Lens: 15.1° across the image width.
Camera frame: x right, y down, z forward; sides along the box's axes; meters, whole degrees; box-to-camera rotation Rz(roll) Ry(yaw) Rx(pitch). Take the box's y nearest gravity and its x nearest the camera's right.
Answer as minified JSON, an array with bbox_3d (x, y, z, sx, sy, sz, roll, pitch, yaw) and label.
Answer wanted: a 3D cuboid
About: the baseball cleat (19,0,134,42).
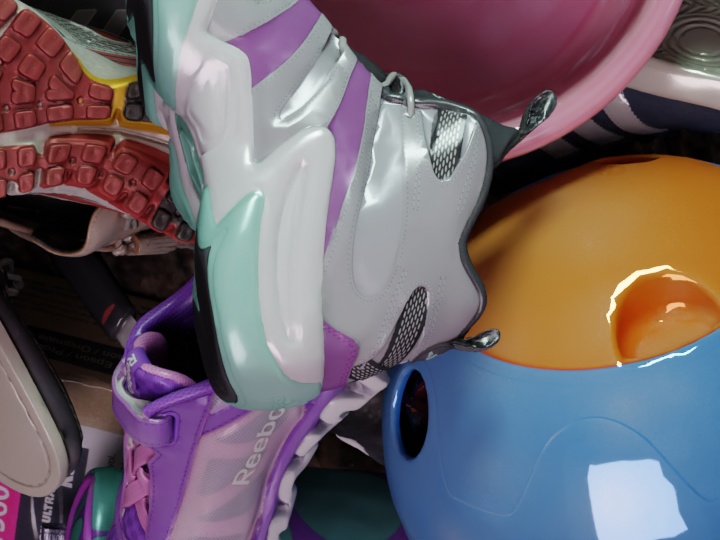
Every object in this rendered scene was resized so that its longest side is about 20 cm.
[{"bbox_3d":[-0.101,-0.105,1.090,0.199,0.070,0.107,2,136,15],"label":"baseball cleat"}]

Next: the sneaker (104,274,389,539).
[{"bbox_3d":[-0.061,0.060,1.005,0.088,0.081,0.201,13,114,-42],"label":"sneaker"}]

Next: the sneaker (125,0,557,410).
[{"bbox_3d":[-0.001,-0.059,0.938,0.139,0.078,0.201,-11,84,-11],"label":"sneaker"}]

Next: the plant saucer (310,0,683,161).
[{"bbox_3d":[0.024,-0.135,0.999,0.200,0.051,0.201,0,86,-1],"label":"plant saucer"}]

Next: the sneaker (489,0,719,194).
[{"bbox_3d":[0.090,-0.068,1.069,0.199,0.075,0.085,9,129,12],"label":"sneaker"}]

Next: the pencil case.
[{"bbox_3d":[-0.029,0.129,1.133,0.199,0.085,0.093,4,111,-17],"label":"pencil case"}]

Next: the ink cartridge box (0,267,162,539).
[{"bbox_3d":[-0.146,0.102,1.213,0.164,0.075,0.201,12,124,1],"label":"ink cartridge box"}]

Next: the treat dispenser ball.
[{"bbox_3d":[0.108,0.057,1.027,0.200,0.201,0.202,5,123,8],"label":"treat dispenser ball"}]

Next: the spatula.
[{"bbox_3d":[-0.084,0.033,1.111,0.021,0.200,0.057,10,120,-47],"label":"spatula"}]

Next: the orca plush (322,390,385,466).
[{"bbox_3d":[0.000,0.000,1.098,0.071,0.105,0.201,-12,107,50],"label":"orca plush"}]

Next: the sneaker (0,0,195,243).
[{"bbox_3d":[-0.119,-0.059,1.021,0.199,0.082,0.078,21,96,-15],"label":"sneaker"}]

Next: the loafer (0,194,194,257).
[{"bbox_3d":[-0.129,-0.031,1.087,0.199,0.063,0.072,18,146,-35],"label":"loafer"}]

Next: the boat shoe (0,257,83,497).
[{"bbox_3d":[-0.163,-0.001,1.111,0.200,0.063,0.073,54,138,13],"label":"boat shoe"}]
